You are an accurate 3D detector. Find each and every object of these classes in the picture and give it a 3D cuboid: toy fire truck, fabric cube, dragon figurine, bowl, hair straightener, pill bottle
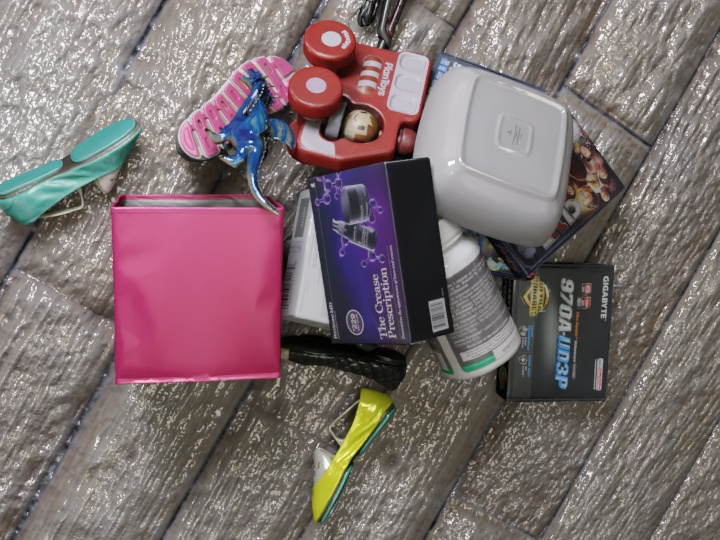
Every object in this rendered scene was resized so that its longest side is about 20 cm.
[{"bbox_3d":[-0.001,-0.207,1.037,0.166,0.113,0.202,12,58,1],"label":"toy fire truck"},{"bbox_3d":[-0.199,0.013,1.027,0.194,0.200,0.202,-2,100,-12],"label":"fabric cube"},{"bbox_3d":[-0.116,-0.157,0.963,0.099,0.201,0.059,-40,136,8],"label":"dragon figurine"},{"bbox_3d":[0.169,-0.146,1.000,0.198,0.075,0.202,18,69,-11],"label":"bowl"},{"bbox_3d":[0.028,-0.373,1.110,0.076,0.041,0.202,20,97,-13],"label":"hair straightener"},{"bbox_3d":[0.115,0.026,1.055,0.112,0.113,0.202,-29,107,-7],"label":"pill bottle"}]

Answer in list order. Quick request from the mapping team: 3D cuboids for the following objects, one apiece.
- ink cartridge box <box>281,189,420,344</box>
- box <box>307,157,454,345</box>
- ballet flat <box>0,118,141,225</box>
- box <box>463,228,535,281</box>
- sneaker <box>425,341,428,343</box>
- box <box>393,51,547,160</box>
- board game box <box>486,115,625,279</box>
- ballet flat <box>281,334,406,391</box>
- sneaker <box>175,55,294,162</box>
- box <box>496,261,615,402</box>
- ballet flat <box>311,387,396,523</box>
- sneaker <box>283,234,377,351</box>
[{"bbox_3d":[0.000,0.000,1.074,0.198,0.057,0.165,16,79,-37],"label":"ink cartridge box"},{"bbox_3d":[0.021,-0.019,0.973,0.078,0.140,0.203,-11,94,-39],"label":"box"},{"bbox_3d":[-0.355,-0.119,1.052,0.199,0.067,0.071,-30,127,-7],"label":"ballet flat"},{"bbox_3d":[0.182,-0.096,1.150,0.135,0.040,0.203,10,81,-14],"label":"box"},{"bbox_3d":[0.053,0.019,1.142,0.099,0.075,0.202,-25,93,-18],"label":"sneaker"},{"bbox_3d":[0.139,-0.173,1.086,0.156,0.051,0.202,22,67,6],"label":"box"},{"bbox_3d":[0.248,-0.104,1.129,0.200,0.035,0.136,-40,95,-16],"label":"board game box"},{"bbox_3d":[-0.031,0.128,1.146,0.198,0.067,0.057,12,107,-12],"label":"ballet flat"},{"bbox_3d":[-0.166,-0.204,1.071,0.200,0.087,0.074,-47,107,-26],"label":"sneaker"},{"bbox_3d":[0.283,0.088,1.216,0.157,0.046,0.203,2,96,-11],"label":"box"},{"bbox_3d":[-0.026,0.253,1.171,0.067,0.067,0.201,33,87,7],"label":"ballet flat"},{"bbox_3d":[-0.046,0.028,1.126,0.201,0.090,0.067,54,50,-20],"label":"sneaker"}]
